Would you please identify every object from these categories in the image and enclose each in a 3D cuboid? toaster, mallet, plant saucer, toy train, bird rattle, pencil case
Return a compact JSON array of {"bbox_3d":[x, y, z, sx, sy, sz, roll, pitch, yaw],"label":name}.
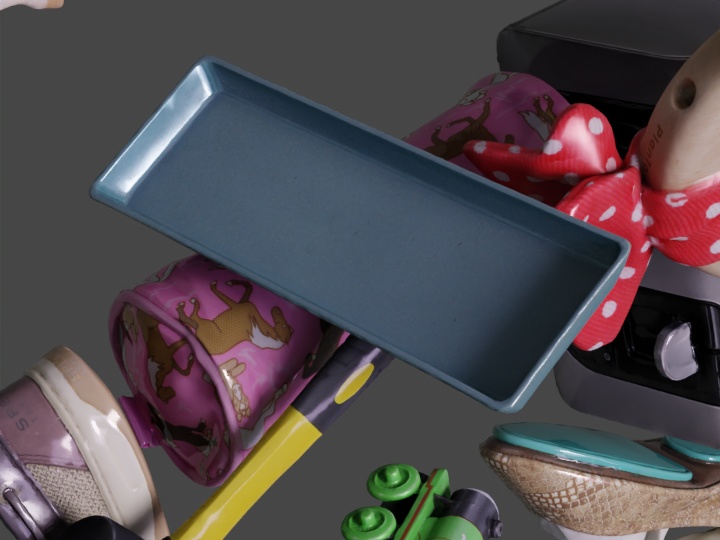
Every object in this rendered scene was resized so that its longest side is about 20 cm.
[{"bbox_3d":[0.169,-0.044,0.922,0.199,0.118,0.182,-28,120,-31],"label":"toaster"},{"bbox_3d":[-0.018,0.062,0.742,0.200,0.041,0.066,-41,123,-9],"label":"mallet"},{"bbox_3d":[-0.004,-0.014,0.738,0.070,0.199,0.019,-51,142,-16],"label":"plant saucer"},{"bbox_3d":[0.002,0.141,0.830,0.200,0.056,0.042,-55,143,-50],"label":"toy train"},{"bbox_3d":[0.144,-0.043,0.755,0.162,0.113,0.201,14,118,-31],"label":"bird rattle"},{"bbox_3d":[0.000,0.000,0.817,0.199,0.083,0.087,-32,137,-29],"label":"pencil case"}]

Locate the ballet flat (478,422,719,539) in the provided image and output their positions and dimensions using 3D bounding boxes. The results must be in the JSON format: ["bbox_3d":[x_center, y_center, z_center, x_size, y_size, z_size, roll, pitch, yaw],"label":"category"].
[{"bbox_3d":[0.127,0.103,0.964,0.199,0.070,0.066,5,104,-38],"label":"ballet flat"}]

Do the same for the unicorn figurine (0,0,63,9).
[{"bbox_3d":[-0.160,-0.071,0.674,0.137,0.074,0.201,-35,126,-15],"label":"unicorn figurine"}]

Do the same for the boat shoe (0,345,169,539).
[{"bbox_3d":[-0.096,0.122,0.789,0.065,0.072,0.201,-25,122,-17],"label":"boat shoe"}]
